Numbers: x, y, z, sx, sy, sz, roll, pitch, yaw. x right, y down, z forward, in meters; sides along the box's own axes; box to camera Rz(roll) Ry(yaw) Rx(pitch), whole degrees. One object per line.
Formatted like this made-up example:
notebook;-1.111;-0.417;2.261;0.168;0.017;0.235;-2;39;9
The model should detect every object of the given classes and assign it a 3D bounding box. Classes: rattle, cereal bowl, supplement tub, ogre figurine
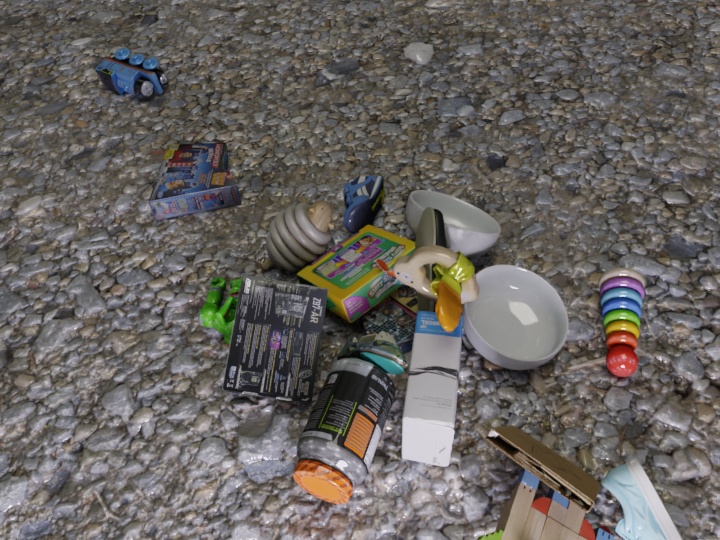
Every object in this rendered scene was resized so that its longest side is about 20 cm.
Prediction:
rattle;0.091;0.041;1.029;0.195;0.130;0.146;4;65;31
cereal bowl;0.272;0.095;1.118;0.194;0.084;0.204;5;52;-7
cereal bowl;0.180;-0.084;1.248;0.195;0.085;0.201;16;23;-7
supplement tub;-0.027;0.256;0.986;0.119;0.124;0.202;15;52;15
ogre figurine;-0.230;0.076;1.165;0.197;0.099;0.120;32;46;10

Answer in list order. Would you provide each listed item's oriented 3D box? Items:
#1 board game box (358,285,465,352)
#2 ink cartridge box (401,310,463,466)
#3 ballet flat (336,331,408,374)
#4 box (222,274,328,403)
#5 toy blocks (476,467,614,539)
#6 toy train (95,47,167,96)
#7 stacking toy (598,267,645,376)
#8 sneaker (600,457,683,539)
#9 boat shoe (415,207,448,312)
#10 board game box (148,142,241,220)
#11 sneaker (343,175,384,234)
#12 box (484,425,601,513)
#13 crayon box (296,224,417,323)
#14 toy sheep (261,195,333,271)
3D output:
board game box;0.096;0.083;1.179;0.195;0.035;0.137;-14;51;-9
ink cartridge box;0.120;0.194;1.013;0.082;0.147;0.203;5;50;9
ballet flat;0.023;0.137;1.050;0.074;0.075;0.198;-46;18;-30
box;-0.148;0.121;1.079;0.156;0.044;0.206;9;77;-6
toy blocks;0.278;0.376;0.878;0.197;0.101;0.138;29;59;8
toy train;-0.637;-0.546;1.718;0.196;0.087;0.116;23;64;18
stacking toy;0.479;0.097;1.119;0.083;0.086;0.204;8;55;10
sneaker;0.423;0.388;0.898;0.081;0.074;0.203;-31;54;16
boat shoe;0.140;-0.013;1.133;0.061;0.073;0.208;-2;92;-19
board game box;-0.371;-0.211;1.435;0.194;0.063;0.204;0;50;2
sneaker;-0.006;-0.146;1.346;0.080;0.076;0.201;11;36;15
box;0.275;0.285;0.909;0.162;0.199;0.022;33;93;26
crayon box;0.000;0.000;1.203;0.198;0.059;0.171;-35;34;-23
toy sheep;-0.131;-0.068;1.259;0.200;0.136;0.140;-44;48;21
